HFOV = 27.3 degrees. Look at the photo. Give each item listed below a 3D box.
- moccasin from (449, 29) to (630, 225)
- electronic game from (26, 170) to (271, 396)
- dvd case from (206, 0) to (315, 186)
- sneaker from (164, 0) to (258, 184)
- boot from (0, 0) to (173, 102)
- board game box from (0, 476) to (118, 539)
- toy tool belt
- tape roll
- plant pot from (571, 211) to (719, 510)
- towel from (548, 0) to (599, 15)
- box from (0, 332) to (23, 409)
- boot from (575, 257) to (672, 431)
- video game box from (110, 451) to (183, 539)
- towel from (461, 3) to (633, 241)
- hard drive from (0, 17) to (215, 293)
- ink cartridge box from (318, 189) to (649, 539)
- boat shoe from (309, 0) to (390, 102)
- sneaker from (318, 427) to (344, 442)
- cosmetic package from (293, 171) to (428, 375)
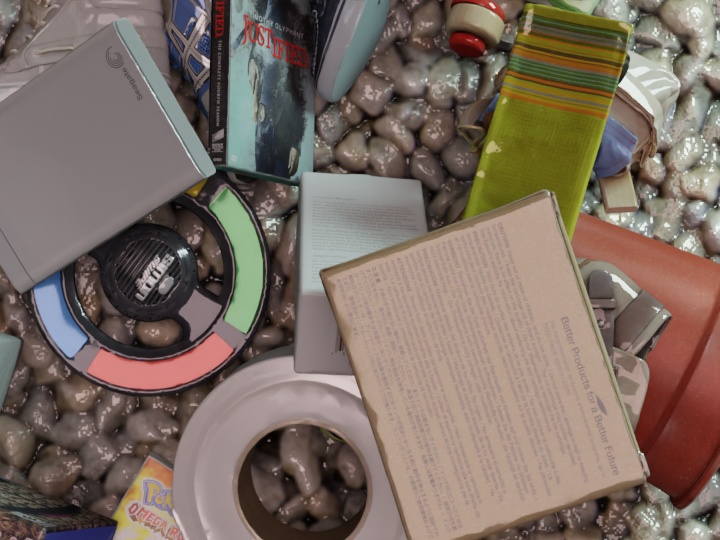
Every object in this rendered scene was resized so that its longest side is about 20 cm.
[{"bbox_3d":[0.119,-0.100,1.121,0.078,0.074,0.202,36,107,15],"label":"moccasin"},{"bbox_3d":[-0.172,0.002,1.203,0.198,0.042,0.202,0,87,-5],"label":"electronic game"},{"bbox_3d":[-0.075,-0.173,1.171,0.022,0.146,0.202,-1,86,25],"label":"dvd case"},{"bbox_3d":[-0.115,-0.169,1.209,0.077,0.076,0.202,-8,91,22],"label":"sneaker"},{"bbox_3d":[-0.248,-0.169,1.188,0.198,0.074,0.096,-5,78,5],"label":"boot"},{"bbox_3d":[-0.308,0.202,1.103,0.199,0.159,0.097,18,86,11],"label":"board game box"},{"bbox_3d":[0.148,-0.132,1.193,0.199,0.125,0.124,22,78,-2],"label":"toy tool belt"},{"bbox_3d":[-0.041,0.159,1.129,0.201,0.071,0.204,1,96,5],"label":"tape roll"},{"bbox_3d":[0.205,0.053,1.163,0.194,0.201,0.202,26,86,5],"label":"plant pot"},{"bbox_3d":[0.183,-0.331,1.254,0.149,0.031,0.201,33,88,0],"label":"towel"},{"bbox_3d":[-0.353,0.078,1.106,0.151,0.200,0.107,19,86,-2],"label":"box"},{"bbox_3d":[0.127,0.081,1.049,0.145,0.070,0.201,23,84,13],"label":"boot"},{"bbox_3d":[-0.133,0.276,1.193,0.199,0.047,0.183,31,83,-2],"label":"video game box"},{"bbox_3d":[0.129,-0.093,1.062,0.086,0.018,0.201,13,79,25],"label":"towel"},{"bbox_3d":[-0.221,-0.083,1.129,0.199,0.027,0.132,-29,94,26],"label":"hard drive"},{"bbox_3d":[0.080,0.068,0.987,0.164,0.075,0.201,-18,87,1],"label":"ink cartridge box"},{"bbox_3d":[-0.023,-0.241,1.190,0.090,0.071,0.201,27,120,16],"label":"boat shoe"},{"bbox_3d":[0.055,0.122,1.194,0.198,0.083,0.072,1,88,-4],"label":"sneaker"},{"bbox_3d":[0.000,0.000,1.134,0.101,0.200,0.072,4,119,-3],"label":"cosmetic package"}]
